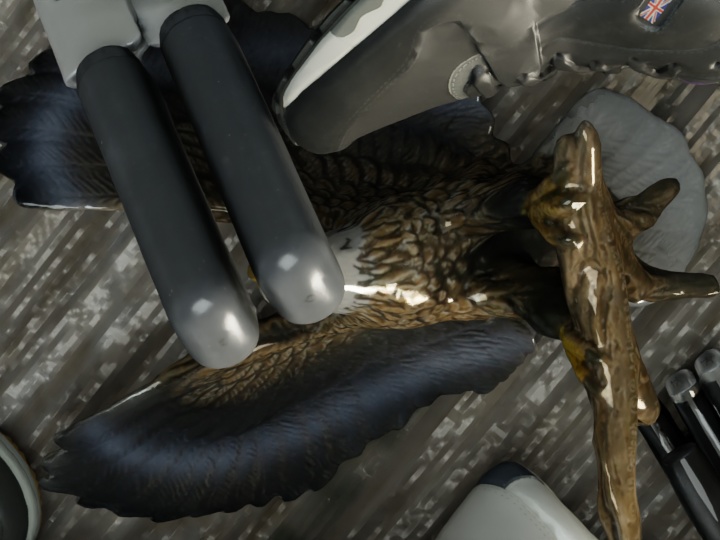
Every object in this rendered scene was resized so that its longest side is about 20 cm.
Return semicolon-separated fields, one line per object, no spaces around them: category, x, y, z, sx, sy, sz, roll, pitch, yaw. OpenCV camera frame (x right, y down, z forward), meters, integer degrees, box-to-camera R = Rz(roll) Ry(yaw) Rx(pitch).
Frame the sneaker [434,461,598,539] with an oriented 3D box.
sneaker;0.102;0.137;0.911;0.200;0.073;0.071;42;67;-20

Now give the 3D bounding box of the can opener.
can opener;-0.061;-0.062;0.819;0.053;0.200;0.067;-27;136;2

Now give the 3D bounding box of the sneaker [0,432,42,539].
sneaker;-0.199;0.059;0.896;0.199;0.088;0.076;21;100;-4

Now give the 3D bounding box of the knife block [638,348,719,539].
knife block;0.155;0.124;0.909;0.175;0.064;0.201;14;103;0

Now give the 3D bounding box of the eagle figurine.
eagle figurine;-0.004;-0.002;0.871;0.200;0.151;0.152;0;60;36

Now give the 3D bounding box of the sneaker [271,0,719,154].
sneaker;0.070;-0.075;0.773;0.200;0.076;0.088;-35;94;18
